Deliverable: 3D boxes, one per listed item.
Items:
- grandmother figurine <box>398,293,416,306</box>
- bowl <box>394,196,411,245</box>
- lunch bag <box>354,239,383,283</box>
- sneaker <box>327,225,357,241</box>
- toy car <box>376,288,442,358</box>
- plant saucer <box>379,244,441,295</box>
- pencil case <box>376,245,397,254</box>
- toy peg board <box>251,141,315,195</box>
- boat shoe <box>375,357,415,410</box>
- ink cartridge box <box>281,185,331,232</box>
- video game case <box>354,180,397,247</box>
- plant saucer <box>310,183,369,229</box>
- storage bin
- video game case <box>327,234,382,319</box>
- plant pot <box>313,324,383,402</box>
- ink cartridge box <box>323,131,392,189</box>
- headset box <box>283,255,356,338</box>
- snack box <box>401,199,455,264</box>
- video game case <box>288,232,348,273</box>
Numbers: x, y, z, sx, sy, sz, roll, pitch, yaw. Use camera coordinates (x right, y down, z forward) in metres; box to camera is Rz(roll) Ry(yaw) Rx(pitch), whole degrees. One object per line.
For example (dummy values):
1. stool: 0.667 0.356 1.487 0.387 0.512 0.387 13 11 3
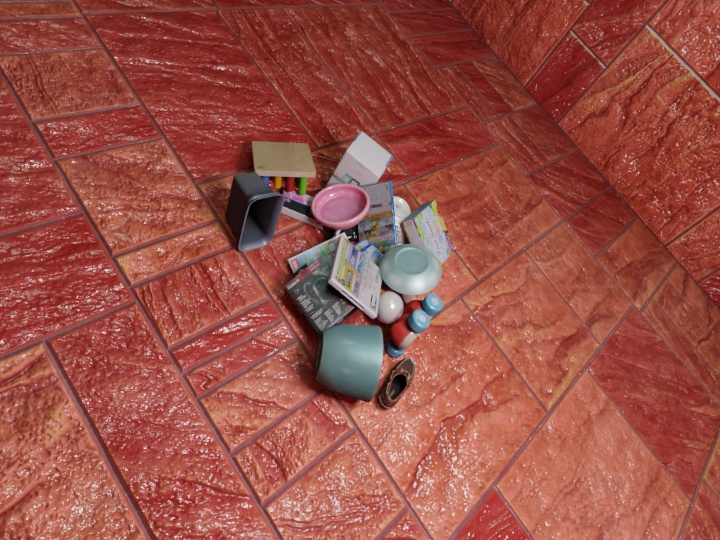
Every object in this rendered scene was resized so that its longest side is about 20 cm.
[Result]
1. grandmother figurine: 0.139 0.042 1.791 0.120 0.060 0.205 30 37 -50
2. bowl: 0.120 -0.201 1.924 0.195 0.095 0.206 16 51 -21
3. lunch bag: 0.000 0.000 1.714 0.161 0.083 0.199 46 45 10
4. sneaker: -0.048 -0.123 1.777 0.082 0.072 0.203 34 47 -8
5. toy car: 0.112 0.119 1.626 0.200 0.185 0.177 43 46 6
6. plant saucer: 0.155 -0.017 1.638 0.193 0.039 0.206 2 49 -2
7. pencil case: 0.060 -0.129 1.828 0.087 0.088 0.205 -16 74 -38
8. toy peg board: -0.259 -0.333 1.769 0.192 0.100 0.203 -1 39 -14
9. boat shoe: 0.115 0.324 1.559 0.070 0.071 0.201 38 45 1
10. ink cartridge box: -0.175 -0.203 1.781 0.195 0.037 0.097 22 48 -20
11. video game case: 0.050 -0.182 1.774 0.018 0.139 0.208 -7 92 -60
12. plant saucer: -0.064 -0.203 1.744 0.193 0.052 0.205 -3 46 3
13. storage bin: -0.316 -0.185 1.576 0.143 0.203 0.135 -18 58 -39
14. video game case: -0.011 0.016 1.558 0.181 0.022 0.203 40 35 -23
15. plant pot: -0.040 0.238 1.441 0.155 0.203 0.206 11 51 -12
16. ink cartridge box: -0.010 -0.339 1.867 0.144 0.201 0.148 35 46 -5
17. headset box: -0.119 0.072 1.548 0.148 0.078 0.201 -38 79 -14
18. snack box: 0.245 -0.121 1.911 0.168 0.066 0.205 -38 108 -44
19. video game case: -0.105 -0.010 1.623 0.195 0.018 0.146 -25 76 -10
